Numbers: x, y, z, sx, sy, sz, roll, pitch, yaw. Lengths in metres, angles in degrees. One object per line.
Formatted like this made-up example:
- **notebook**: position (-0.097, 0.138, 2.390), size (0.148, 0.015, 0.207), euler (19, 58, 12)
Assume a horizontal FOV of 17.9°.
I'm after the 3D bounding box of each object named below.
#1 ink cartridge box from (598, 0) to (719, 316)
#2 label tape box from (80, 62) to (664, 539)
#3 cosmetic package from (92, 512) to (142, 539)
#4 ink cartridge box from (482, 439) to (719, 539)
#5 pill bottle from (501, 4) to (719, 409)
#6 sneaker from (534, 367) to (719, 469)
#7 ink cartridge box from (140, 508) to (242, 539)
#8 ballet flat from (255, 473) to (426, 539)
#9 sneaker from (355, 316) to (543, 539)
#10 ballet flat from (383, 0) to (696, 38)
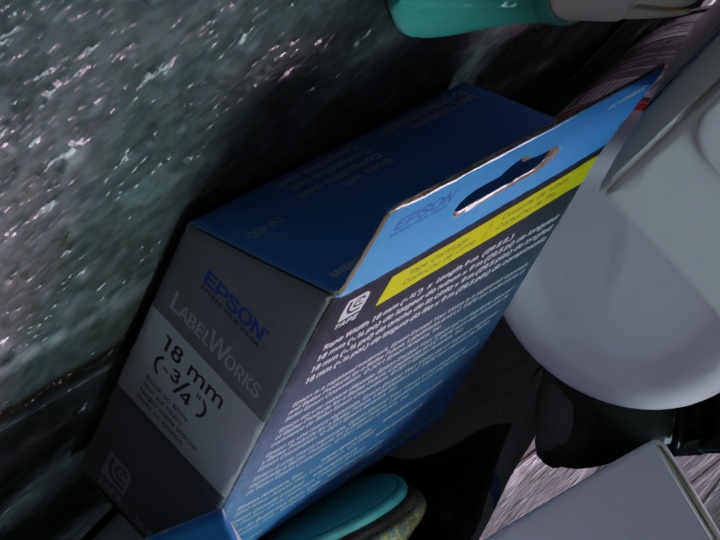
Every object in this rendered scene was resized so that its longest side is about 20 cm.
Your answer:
- **ink cartridge box**: position (0.187, -0.047, 0.707), size (0.145, 0.147, 0.200), euler (-44, -176, 25)
- **label tape box**: position (0.000, 0.000, 0.777), size (0.144, 0.063, 0.201), euler (-29, 157, -42)
- **cosmetic package**: position (-0.090, 0.208, 0.963), size (0.199, 0.123, 0.200), euler (-45, 162, 2)
- **ink cartridge box**: position (0.080, 0.144, 0.901), size (0.146, 0.083, 0.200), euler (-31, 168, 2)
- **pill bottle**: position (0.136, -0.037, 0.895), size (0.116, 0.116, 0.200), euler (-56, 171, 35)
- **sneaker**: position (0.143, 0.040, 0.947), size (0.199, 0.079, 0.076), euler (-18, 119, -52)
- **ink cartridge box**: position (-0.105, 0.186, 0.731), size (0.199, 0.147, 0.084), euler (-22, 162, -2)
- **ballet flat**: position (-0.065, 0.134, 0.833), size (0.199, 0.071, 0.071), euler (-18, 158, -10)
- **sneaker**: position (0.045, 0.060, 0.957), size (0.201, 0.072, 0.072), euler (-62, 157, 3)
- **ballet flat**: position (0.095, -0.117, 0.707), size (0.200, 0.070, 0.068), euler (-34, 148, -33)
